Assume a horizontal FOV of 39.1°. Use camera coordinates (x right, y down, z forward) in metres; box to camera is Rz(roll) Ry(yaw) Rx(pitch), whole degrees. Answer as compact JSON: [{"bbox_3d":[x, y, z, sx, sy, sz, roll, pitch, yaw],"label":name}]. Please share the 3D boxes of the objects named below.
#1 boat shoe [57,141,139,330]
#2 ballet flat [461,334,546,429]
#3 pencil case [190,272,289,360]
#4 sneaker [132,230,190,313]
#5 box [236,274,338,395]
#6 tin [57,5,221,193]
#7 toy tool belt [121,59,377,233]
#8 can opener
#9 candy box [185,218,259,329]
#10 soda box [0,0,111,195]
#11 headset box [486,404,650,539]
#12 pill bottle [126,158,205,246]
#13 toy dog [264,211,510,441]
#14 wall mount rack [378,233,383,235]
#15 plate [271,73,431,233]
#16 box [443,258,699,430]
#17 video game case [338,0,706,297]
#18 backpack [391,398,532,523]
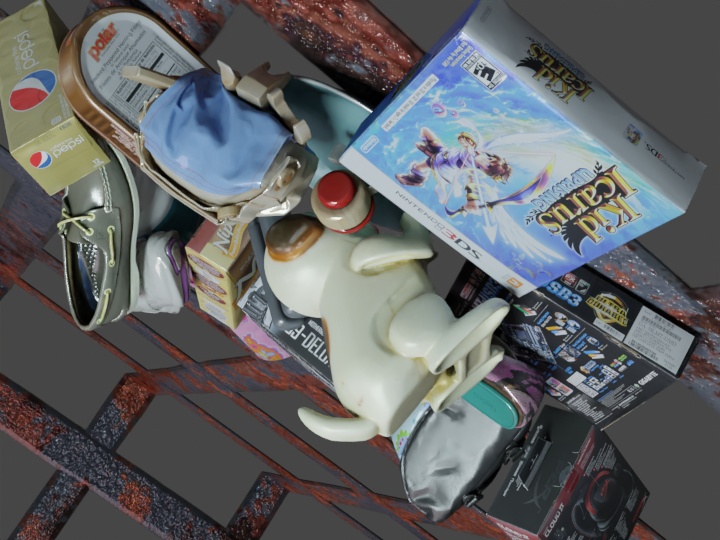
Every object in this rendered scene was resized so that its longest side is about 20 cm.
[{"bbox_3d":[-0.261,-0.036,0.996,0.072,0.060,0.203,14,119,24],"label":"boat shoe"},{"bbox_3d":[0.080,0.071,0.935,0.199,0.071,0.069,29,142,18],"label":"ballet flat"},{"bbox_3d":[-0.150,0.038,1.344,0.087,0.088,0.200,15,153,41],"label":"pencil case"},{"bbox_3d":[-0.235,0.011,1.092,0.099,0.075,0.200,-1,164,-14],"label":"sneaker"},{"bbox_3d":[-0.038,0.085,1.058,0.157,0.050,0.200,38,172,13],"label":"box"},{"bbox_3d":[-0.172,-0.146,0.897,0.200,0.112,0.042,41,147,-22],"label":"tin"},{"bbox_3d":[-0.089,-0.099,0.791,0.199,0.125,0.123,24,166,23],"label":"toy tool belt"},{"bbox_3d":[-0.101,-0.040,0.963,0.067,0.201,0.053,-3,153,-30],"label":"can opener"},{"bbox_3d":[-0.132,-0.022,1.116,0.055,0.116,0.200,30,160,6],"label":"candy box"},{"bbox_3d":[-0.294,-0.168,0.950,0.064,0.067,0.201,57,-174,-51],"label":"soda box"},{"bbox_3d":[0.237,0.260,1.157,0.075,0.149,0.200,12,152,45],"label":"headset box"},{"bbox_3d":[-0.245,-0.077,1.123,0.110,0.111,0.200,29,171,13],"label":"pill bottle"},{"bbox_3d":[0.002,0.031,0.855,0.200,0.194,0.140,48,176,24],"label":"toy dog"},{"bbox_3d":[0.000,0.000,1.034,0.199,0.075,0.173,15,178,44],"label":"wall mount rack"},{"bbox_3d":[-0.005,-0.102,0.866,0.199,0.026,0.200,29,160,11],"label":"plate"},{"bbox_3d":[0.173,0.053,0.916,0.198,0.050,0.200,34,160,7],"label":"box"},{"bbox_3d":[0.100,-0.074,0.702,0.181,0.046,0.200,35,153,-9],"label":"video game case"},{"bbox_3d":[0.109,0.146,1.058,0.154,0.163,0.200,41,-162,15],"label":"backpack"}]
